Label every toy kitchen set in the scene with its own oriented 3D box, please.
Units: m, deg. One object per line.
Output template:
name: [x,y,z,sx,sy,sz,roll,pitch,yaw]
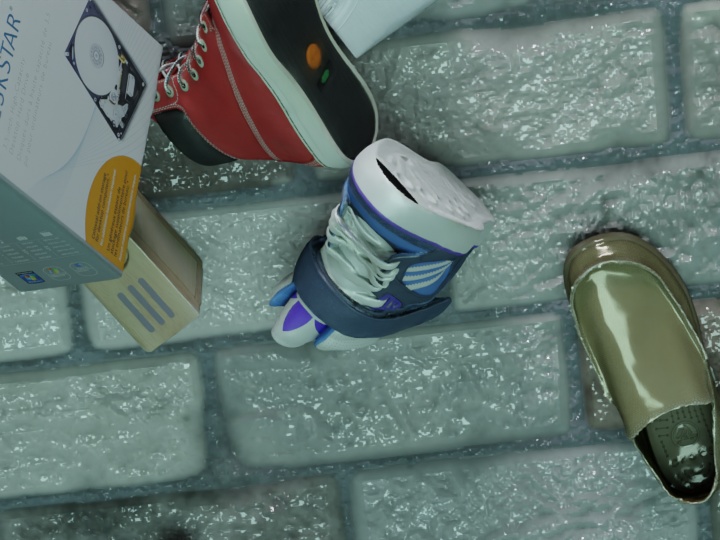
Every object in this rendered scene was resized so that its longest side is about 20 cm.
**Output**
toy kitchen set: [-0.229,0.021,1.797,0.200,0.163,0.181,-36,111,15]

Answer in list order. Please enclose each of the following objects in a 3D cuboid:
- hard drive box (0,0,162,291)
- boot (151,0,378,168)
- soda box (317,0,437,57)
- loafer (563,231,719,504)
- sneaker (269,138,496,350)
hard drive box: [-0.204,-0.102,1.654,0.077,0.156,0.200,-7,152,29]
boot: [-0.091,-0.138,1.748,0.144,0.073,0.200,1,135,34]
soda box: [-0.036,-0.226,1.741,0.068,0.063,0.200,-34,112,14]
loafer: [0.191,0.065,1.883,0.076,0.067,0.200,-26,113,10]
sneaker: [0.000,0.000,1.782,0.146,0.200,0.081,-44,79,10]
